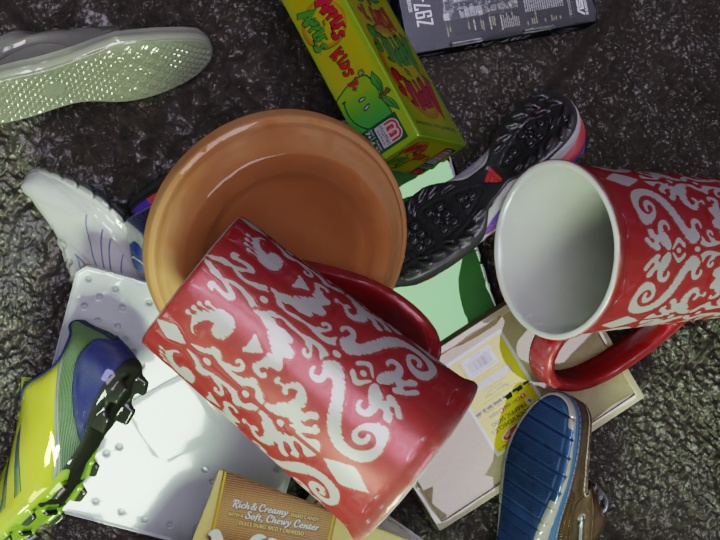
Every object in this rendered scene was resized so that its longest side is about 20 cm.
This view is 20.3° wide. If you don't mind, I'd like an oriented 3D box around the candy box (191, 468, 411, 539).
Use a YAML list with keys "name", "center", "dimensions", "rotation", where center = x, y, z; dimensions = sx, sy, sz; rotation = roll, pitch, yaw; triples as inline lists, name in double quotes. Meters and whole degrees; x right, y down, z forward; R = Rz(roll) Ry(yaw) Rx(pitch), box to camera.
- name: "candy box"
  center: [-0.028, 0.230, 1.430]
  dimensions: [0.199, 0.055, 0.116]
  rotation: [18, 80, 20]

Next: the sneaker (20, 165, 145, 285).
- name: "sneaker"
  center: [-0.194, 0.003, 1.556]
  dimensions: [0.087, 0.075, 0.200]
  rotation: [-43, 93, -1]

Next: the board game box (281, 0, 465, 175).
- name: "board game box"
  center: [-0.001, -0.173, 1.540]
  dimensions: [0.047, 0.101, 0.201]
  rotation: [-32, 77, 19]

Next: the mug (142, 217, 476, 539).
- name: "mug"
  center: [-0.037, 0.065, 1.388]
  dimensions: [0.200, 0.178, 0.134]
  rotation: [38, 100, -2]

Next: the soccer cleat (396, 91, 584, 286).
- name: "soccer cleat"
  center: [0.099, -0.053, 1.585]
  dimensions: [0.200, 0.073, 0.068]
  rotation: [-43, 61, -1]

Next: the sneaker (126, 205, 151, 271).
- name: "sneaker"
  center: [-0.069, -0.009, 1.515]
  dimensions: [0.198, 0.081, 0.116]
  rotation: [-14, 108, -12]

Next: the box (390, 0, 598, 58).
- name: "box"
  center: [0.094, -0.281, 1.610]
  dimensions: [0.159, 0.044, 0.202]
  rotation: [-11, 90, -7]

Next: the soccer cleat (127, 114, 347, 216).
- name: "soccer cleat"
  center: [-0.081, -0.061, 1.568]
  dimensions: [0.199, 0.068, 0.074]
  rotation: [-18, 83, -9]

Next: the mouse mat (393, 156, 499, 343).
- name: "mouse mat"
  center: [0.000, 0.000, 1.610]
  dimensions: [0.199, 0.008, 0.162]
  rotation: [-18, 90, -6]

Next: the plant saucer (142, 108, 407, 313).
- name: "plant saucer"
  center: [-0.057, -0.016, 1.458]
  dimensions: [0.199, 0.037, 0.202]
  rotation: [-7, 113, -16]

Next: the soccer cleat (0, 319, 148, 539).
- name: "soccer cleat"
  center: [-0.235, 0.125, 1.516]
  dimensions: [0.084, 0.065, 0.201]
  rotation: [42, 110, 17]

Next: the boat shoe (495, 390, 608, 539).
- name: "boat shoe"
  center: [0.152, 0.187, 1.582]
  dimensions: [0.072, 0.072, 0.201]
  rotation: [-2, 114, -34]

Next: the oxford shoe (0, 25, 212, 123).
- name: "oxford shoe"
  center: [-0.214, -0.165, 1.562]
  dimensions: [0.198, 0.075, 0.058]
  rotation: [-12, 54, -9]

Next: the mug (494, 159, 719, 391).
- name: "mug"
  center: [0.208, -0.006, 1.558]
  dimensions: [0.199, 0.178, 0.134]
  rotation: [-2, 57, -38]

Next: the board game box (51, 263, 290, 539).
- name: "board game box"
  center: [-0.143, 0.109, 1.548]
  dimensions: [0.198, 0.026, 0.201]
  rotation: [15, 108, -6]

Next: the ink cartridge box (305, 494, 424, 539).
- name: "ink cartridge box"
  center: [-0.022, 0.277, 1.522]
  dimensions: [0.083, 0.146, 0.201]
  rotation: [36, 84, -35]

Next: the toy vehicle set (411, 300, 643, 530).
- name: "toy vehicle set"
  center: [0.111, 0.101, 1.607]
  dimensions: [0.199, 0.027, 0.125]
  rotation: [-32, 95, -6]
